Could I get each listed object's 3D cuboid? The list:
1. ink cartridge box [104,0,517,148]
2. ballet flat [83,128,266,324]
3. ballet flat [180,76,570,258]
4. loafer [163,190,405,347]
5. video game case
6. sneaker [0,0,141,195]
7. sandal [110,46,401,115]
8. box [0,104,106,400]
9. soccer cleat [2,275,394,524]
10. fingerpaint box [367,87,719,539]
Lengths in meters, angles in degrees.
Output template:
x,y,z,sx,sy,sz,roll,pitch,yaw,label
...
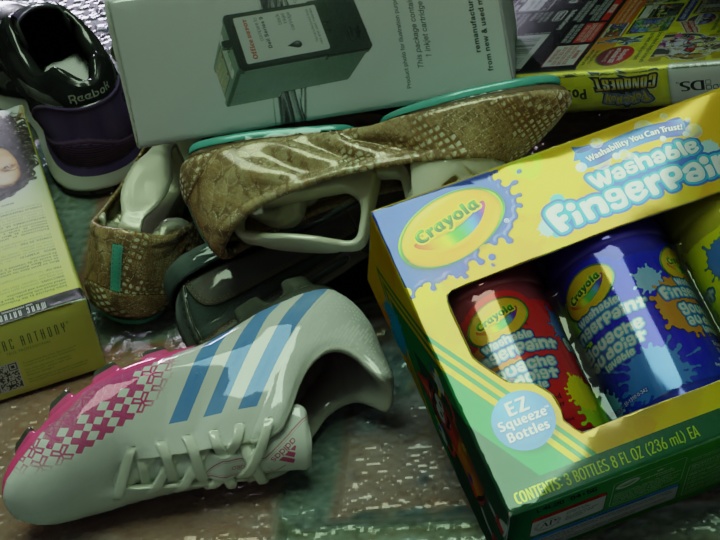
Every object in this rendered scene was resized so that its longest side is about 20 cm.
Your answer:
x,y,z,sx,sy,sz,roll,pitch,yaw,label
-0.022,-0.134,1.429,0.200,0.084,0.146,-9,17,7,ink cartridge box
-0.096,-0.053,1.480,0.070,0.065,0.200,8,39,10,ballet flat
0.011,-0.045,1.346,0.200,0.071,0.065,-12,77,14,ballet flat
0.000,0.000,1.404,0.200,0.072,0.063,-20,57,1,loafer
0.154,-0.127,1.490,0.181,0.026,0.200,-3,19,18,video game case
-0.182,-0.130,1.591,0.076,0.088,0.200,-26,39,-18,sneaker
-0.043,-0.122,1.543,0.200,0.055,0.082,8,3,22,sandal
-0.196,-0.012,1.473,0.075,0.050,0.200,-18,38,-7,box
-0.075,0.076,1.312,0.200,0.070,0.086,-30,56,-15,soccer cleat
0.125,0.022,1.269,0.200,0.073,0.167,-19,65,-10,fingerpaint box
